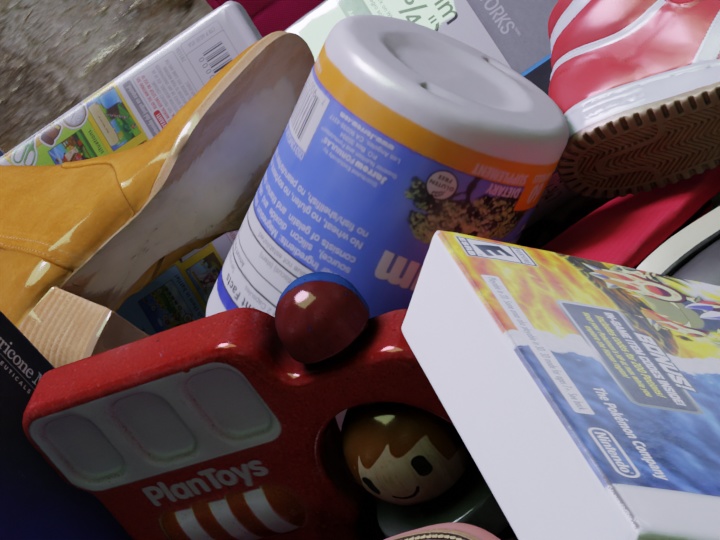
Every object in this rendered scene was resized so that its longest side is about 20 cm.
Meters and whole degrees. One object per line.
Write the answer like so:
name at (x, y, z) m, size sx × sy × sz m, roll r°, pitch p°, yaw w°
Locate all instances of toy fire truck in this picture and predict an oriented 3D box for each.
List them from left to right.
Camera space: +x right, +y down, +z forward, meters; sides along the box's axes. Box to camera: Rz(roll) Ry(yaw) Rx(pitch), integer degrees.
toy fire truck at (-0.011, 0.080, 0.698) m, size 0.200 × 0.168 × 0.112 m, roll -19°, pitch 33°, yaw 32°

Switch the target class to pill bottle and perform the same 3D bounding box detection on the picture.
pill bottle at (0.000, 0.000, 0.808) m, size 0.112 × 0.112 × 0.200 m, roll -107°, pitch 38°, yaw -62°

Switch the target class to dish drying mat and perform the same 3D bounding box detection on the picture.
dish drying mat at (0.095, -0.004, 0.777) m, size 0.077 × 0.018 × 0.200 m, roll -17°, pitch 9°, yaw 31°

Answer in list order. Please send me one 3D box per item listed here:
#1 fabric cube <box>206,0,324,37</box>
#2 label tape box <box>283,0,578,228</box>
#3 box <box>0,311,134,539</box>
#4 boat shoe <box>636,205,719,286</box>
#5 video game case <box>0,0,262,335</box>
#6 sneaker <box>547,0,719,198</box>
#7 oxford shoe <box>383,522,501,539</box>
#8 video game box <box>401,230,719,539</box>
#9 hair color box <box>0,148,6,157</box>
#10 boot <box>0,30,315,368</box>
fabric cube at (-0.008, -0.239, 1.163) m, size 0.199 × 0.200 × 0.196 m, roll -36°, pitch 27°, yaw 10°
label tape box at (0.078, -0.109, 0.914) m, size 0.200 × 0.144 × 0.063 m, roll -34°, pitch -17°, yaw 10°
box at (-0.144, 0.130, 0.750) m, size 0.079 × 0.200 × 0.141 m, roll -12°, pitch 37°, yaw 44°
boat shoe at (0.191, -0.020, 0.727) m, size 0.201 × 0.074 × 0.063 m, roll -39°, pitch 54°, yaw -16°
video game case at (-0.083, 0.001, 0.904) m, size 0.182 × 0.200 × 0.023 m, roll -33°, pitch -5°, yaw 11°
sneaker at (0.176, -0.109, 0.812) m, size 0.200 × 0.071 × 0.113 m, roll -14°, pitch 51°, yaw 11°
oxford shoe at (0.024, 0.123, 0.567) m, size 0.074 × 0.071 × 0.200 m, roll -17°, pitch 4°, yaw -31°
video game box at (0.124, 0.058, 0.570) m, size 0.200 × 0.182 × 0.047 m, roll -119°, pitch 46°, yaw -63°
hair color box at (-0.182, -0.006, 1.011) m, size 0.061 × 0.200 × 0.100 m, roll -42°, pitch 25°, yaw -6°
boot at (-0.121, -0.038, 0.860) m, size 0.144 × 0.071 × 0.201 m, roll 18°, pitch 69°, yaw 40°
